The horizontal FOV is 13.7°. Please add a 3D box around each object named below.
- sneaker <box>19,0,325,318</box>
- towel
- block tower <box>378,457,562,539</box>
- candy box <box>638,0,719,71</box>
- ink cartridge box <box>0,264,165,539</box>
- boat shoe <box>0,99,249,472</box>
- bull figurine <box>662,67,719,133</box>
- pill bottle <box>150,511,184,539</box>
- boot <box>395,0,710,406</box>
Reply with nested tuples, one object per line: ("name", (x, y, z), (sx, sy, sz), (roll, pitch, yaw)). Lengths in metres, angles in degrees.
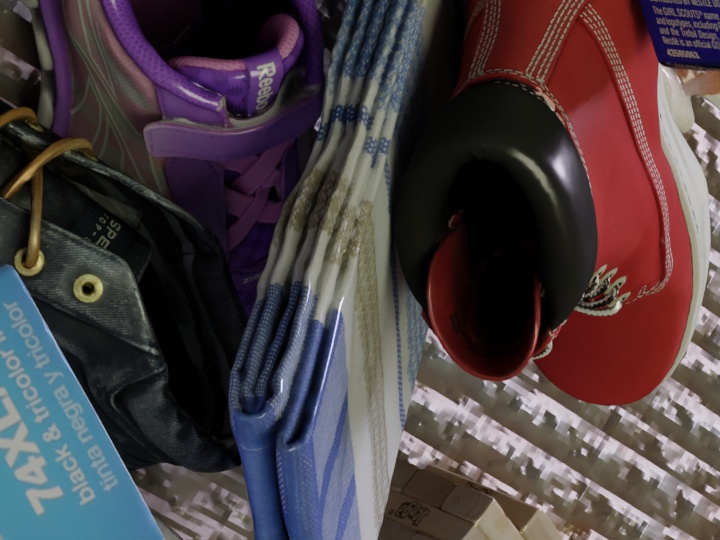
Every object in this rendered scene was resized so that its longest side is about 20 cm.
("sneaker", (-0.043, -0.044, 0.806), (0.080, 0.088, 0.200), (-27, 122, -25))
("towel", (0.000, 0.000, 0.798), (0.147, 0.024, 0.200), (84, 16, -54))
("block tower", (-0.020, 0.144, 0.901), (0.200, 0.058, 0.054), (-50, 128, -18))
("candy box", (0.121, -0.177, 0.776), (0.169, 0.077, 0.200), (-41, 124, -36))
("ink cartridge box", (-0.148, 0.117, 0.653), (0.200, 0.147, 0.146), (-29, 92, -33))
("boat shoe", (-0.097, -0.021, 0.764), (0.200, 0.091, 0.071), (58, 40, -39))
("bull figurine", (0.132, -0.118, 0.911), (0.200, 0.065, 0.122), (-32, 123, -22))
("pill bottle", (-0.110, 0.158, 0.819), (0.200, 0.113, 0.113), (-46, 127, -12))
("boot", (0.050, 0.002, 0.836), (0.200, 0.072, 0.144), (78, 22, -47))
